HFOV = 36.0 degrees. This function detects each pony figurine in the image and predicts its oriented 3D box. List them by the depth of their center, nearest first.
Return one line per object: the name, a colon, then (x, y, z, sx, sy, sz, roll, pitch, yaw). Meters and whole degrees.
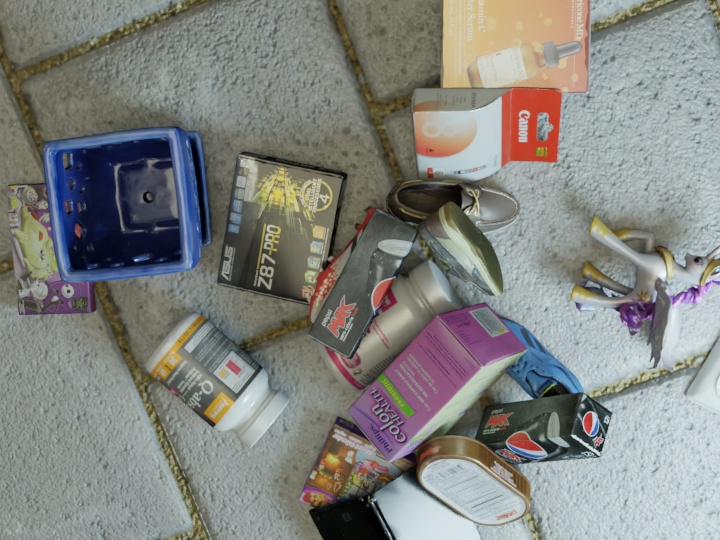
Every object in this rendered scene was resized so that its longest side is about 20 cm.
pony figurine: (0.401, 0.033, 1.540, 0.199, 0.166, 0.194, 17, 94, 20)

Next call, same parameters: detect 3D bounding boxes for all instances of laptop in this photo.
laptop: (0.055, 0.394, 1.666, 0.199, 0.103, 0.178, -23, 98, 36)

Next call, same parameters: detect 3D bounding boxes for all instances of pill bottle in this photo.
pill bottle: (0.042, 0.077, 1.599, 0.199, 0.113, 0.114, -35, 94, 11)
pill bottle: (-0.210, 0.164, 1.646, 0.200, 0.116, 0.117, 41, 102, -1)

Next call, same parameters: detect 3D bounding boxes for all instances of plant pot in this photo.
plant pot: (-0.319, -0.102, 1.580, 0.198, 0.180, 0.202, -5, 100, 8)

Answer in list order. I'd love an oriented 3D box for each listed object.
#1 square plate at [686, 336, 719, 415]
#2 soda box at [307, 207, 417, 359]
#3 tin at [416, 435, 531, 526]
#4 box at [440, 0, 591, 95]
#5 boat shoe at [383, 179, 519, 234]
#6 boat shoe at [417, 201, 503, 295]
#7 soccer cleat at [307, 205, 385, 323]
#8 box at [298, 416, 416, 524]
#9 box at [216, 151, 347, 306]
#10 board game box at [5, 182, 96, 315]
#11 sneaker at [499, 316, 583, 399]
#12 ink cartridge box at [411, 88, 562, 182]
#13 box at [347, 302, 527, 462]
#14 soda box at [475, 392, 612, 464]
square plate: (0.602, 0.146, 1.583, 0.199, 0.028, 0.199, 27, 102, 2)
soda box: (0.005, 0.019, 1.523, 0.070, 0.063, 0.201, 28, 86, 6)
tin: (0.162, 0.304, 1.585, 0.112, 0.042, 0.200, -28, 126, 35)
box: (0.211, -0.317, 1.512, 0.198, 0.106, 0.153, 0, 100, 8)
boat shoe: (0.135, -0.092, 1.564, 0.198, 0.060, 0.072, 5, 82, -8)
boat shoe: (0.142, -0.024, 1.553, 0.066, 0.201, 0.072, -18, 53, 21)
soccer cleat: (0.000, 0.000, 1.587, 0.085, 0.069, 0.201, 31, 80, 25)
box: (0.024, 0.329, 1.683, 0.199, 0.039, 0.138, 25, 103, 2)
box: (-0.116, -0.061, 1.628, 0.160, 0.049, 0.201, 13, 103, 6)
board game box: (-0.472, -0.033, 1.691, 0.119, 0.032, 0.202, -3, 99, 4)
sneaker: (0.244, 0.138, 1.603, 0.200, 0.078, 0.066, 39, 104, 1)
ink cartridge box: (0.173, -0.180, 1.520, 0.198, 0.163, 0.050, 3, 59, 9)
box: (0.109, 0.152, 1.547, 0.097, 0.176, 0.200, 48, 114, 17)
soda box: (0.252, 0.224, 1.552, 0.063, 0.200, 0.071, 36, 60, -23)
